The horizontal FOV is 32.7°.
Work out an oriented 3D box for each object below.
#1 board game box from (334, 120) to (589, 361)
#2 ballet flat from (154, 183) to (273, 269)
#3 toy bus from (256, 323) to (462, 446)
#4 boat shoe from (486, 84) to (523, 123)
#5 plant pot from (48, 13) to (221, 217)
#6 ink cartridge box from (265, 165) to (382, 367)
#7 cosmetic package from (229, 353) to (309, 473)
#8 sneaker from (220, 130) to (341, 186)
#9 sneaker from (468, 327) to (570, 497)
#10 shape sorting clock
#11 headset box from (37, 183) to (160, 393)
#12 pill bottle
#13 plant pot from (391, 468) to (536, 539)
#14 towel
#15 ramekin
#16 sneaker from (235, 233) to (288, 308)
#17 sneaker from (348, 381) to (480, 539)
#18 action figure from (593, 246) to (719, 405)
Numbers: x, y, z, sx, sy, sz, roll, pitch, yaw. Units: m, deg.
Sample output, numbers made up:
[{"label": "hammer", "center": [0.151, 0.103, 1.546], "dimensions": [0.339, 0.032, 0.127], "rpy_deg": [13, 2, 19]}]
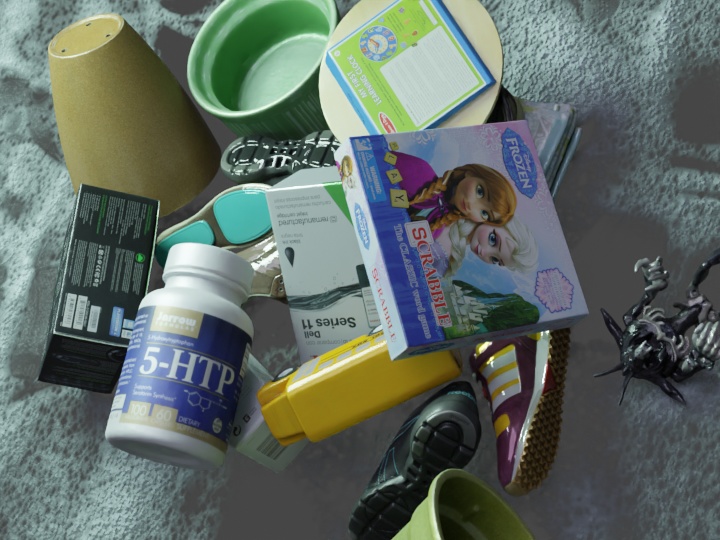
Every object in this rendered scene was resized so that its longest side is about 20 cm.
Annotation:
[{"label": "board game box", "center": [0.094, -0.033, 1.129], "dimensions": [0.041, 0.197, 0.203], "rpy_deg": [-42, 61, 59]}, {"label": "ballet flat", "center": [-0.153, -0.054, 1.411], "dimensions": [0.198, 0.069, 0.071], "rpy_deg": [-19, 59, 30]}, {"label": "toy bus", "center": [-0.003, 0.105, 1.166], "dimensions": [0.198, 0.078, 0.066], "rpy_deg": [-26, 98, 11]}, {"label": "boat shoe", "center": [0.124, -0.098, 1.234], "dimensions": [0.072, 0.065, 0.203], "rpy_deg": [-8, 64, 25]}, {"label": "plant pot", "center": [-0.282, -0.187, 1.432], "dimensions": [0.183, 0.202, 0.188], "rpy_deg": [-13, 37, 10]}, {"label": "ink cartridge box", "center": [0.000, 0.000, 1.233], "dimensions": [0.144, 0.083, 0.203], "rpy_deg": [-4, 107, 26]}, {"label": "cosmetic package", "center": [-0.142, 0.118, 1.311], "dimensions": [0.074, 0.102, 0.200], "rpy_deg": [-46, 56, -1]}, {"label": "sneaker", "center": [-0.061, -0.110, 1.389], "dimensions": [0.197, 0.080, 0.076], "rpy_deg": [8, 60, 31]}, {"label": "sneaker", "center": [0.144, 0.118, 1.179], "dimensions": [0.089, 0.075, 0.203], "rpy_deg": [-1, 59, 30]}, {"label": "shape sorting clock", "center": [0.051, -0.200, 1.254], "dimensions": [0.197, 0.039, 0.204], "rpy_deg": [-4, 75, 16]}, {"label": "headset box", "center": [-0.298, 0.028, 1.385], "dimensions": [0.091, 0.200, 0.177], "rpy_deg": [12, 65, -16]}, {"label": "pill bottle", "center": [-0.169, 0.083, 1.208], "dimensions": [0.118, 0.120, 0.203], "rpy_deg": [1, 69, 28]}, {"label": "plant pot", "center": [0.060, 0.309, 1.074], "dimensions": [0.183, 0.199, 0.202], "rpy_deg": [-38, 54, 21]}, {"label": "towel", "center": [0.127, -0.097, 1.302], "dimensions": [0.169, 0.048, 0.202], "rpy_deg": [17, 76, 36]}, {"label": "ramekin", "center": [-0.096, -0.239, 1.447], "dimensions": [0.197, 0.098, 0.203], "rpy_deg": [-13, 57, 21]}, {"label": "sneaker", "center": [-0.078, -0.005, 1.367], "dimensions": [0.198, 0.070, 0.076], "rpy_deg": [-28, 81, 13]}, {"label": "sneaker", "center": [0.057, 0.189, 1.167], "dimensions": [0.201, 0.075, 0.080], "rpy_deg": [-55, 7, 28]}, {"label": "action figure", "center": [0.294, 0.037, 1.116], "dimensions": [0.200, 0.102, 0.119], "rpy_deg": [-42, 66, 2]}]
